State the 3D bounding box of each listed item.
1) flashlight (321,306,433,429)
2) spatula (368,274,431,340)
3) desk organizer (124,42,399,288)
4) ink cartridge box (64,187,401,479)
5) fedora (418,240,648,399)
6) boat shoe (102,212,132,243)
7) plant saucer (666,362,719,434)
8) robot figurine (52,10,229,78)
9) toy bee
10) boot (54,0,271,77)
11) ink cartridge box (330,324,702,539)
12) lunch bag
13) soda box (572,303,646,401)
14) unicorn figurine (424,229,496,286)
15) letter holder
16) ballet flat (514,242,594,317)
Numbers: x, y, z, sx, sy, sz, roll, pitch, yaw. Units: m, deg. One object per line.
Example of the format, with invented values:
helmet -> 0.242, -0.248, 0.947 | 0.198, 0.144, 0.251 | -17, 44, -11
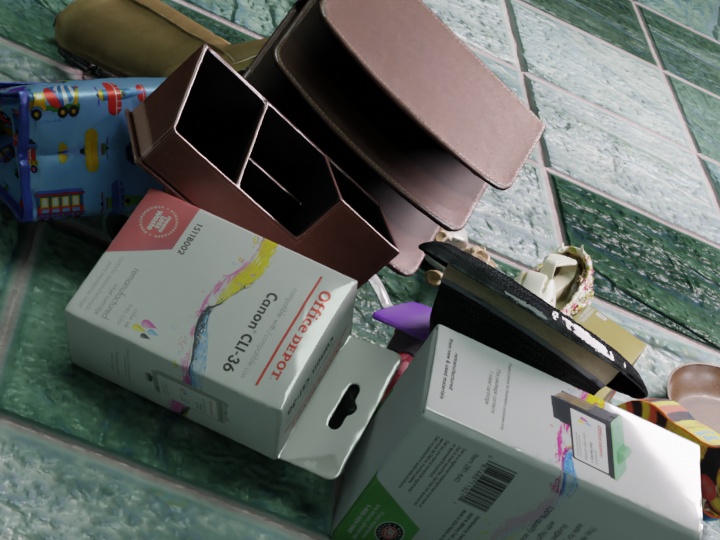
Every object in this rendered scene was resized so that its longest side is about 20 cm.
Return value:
flashlight -> 0.022, 0.075, 1.221 | 0.200, 0.067, 0.068 | -20, 95, -62
spatula -> 0.000, 0.000, 1.275 | 0.056, 0.021, 0.200 | -13, 43, -45
desk organizer -> -0.067, -0.060, 1.180 | 0.200, 0.077, 0.072 | 41, 16, -33
ink cartridge box -> -0.079, 0.041, 1.102 | 0.198, 0.068, 0.117 | 24, 57, 10
fedora -> 0.101, 0.064, 1.157 | 0.199, 0.092, 0.201 | 33, -2, 1
boat shoe -> -0.121, 0.015, 1.202 | 0.071, 0.071, 0.201 | -10, 42, -38
plant saucer -> 0.344, 0.157, 1.449 | 0.199, 0.032, 0.201 | 24, 27, -13
robot figurine -> -0.176, -0.192, 1.497 | 0.198, 0.059, 0.145 | 23, 27, -14
toy bee -> 0.279, 0.155, 1.305 | 0.199, 0.109, 0.131 | 38, 26, 16
boot -> -0.126, -0.186, 1.373 | 0.174, 0.067, 0.199 | -16, 34, -38
ink cartridge box -> 0.102, 0.144, 1.089 | 0.198, 0.145, 0.084 | 25, 41, -10
lunch bag -> -0.218, -0.105, 1.253 | 0.149, 0.095, 0.199 | -8, 16, -31
soda box -> 0.160, 0.097, 1.327 | 0.064, 0.068, 0.200 | 35, 27, 11
unicorn figurine -> 0.031, -0.052, 1.466 | 0.200, 0.074, 0.137 | 44, 17, -5
letter holder -> 0.017, -0.113, 1.261 | 0.200, 0.100, 0.143 | 43, 54, -14
ballet flat -> 0.152, 0.023, 1.448 | 0.075, 0.065, 0.200 | 19, 23, 16
